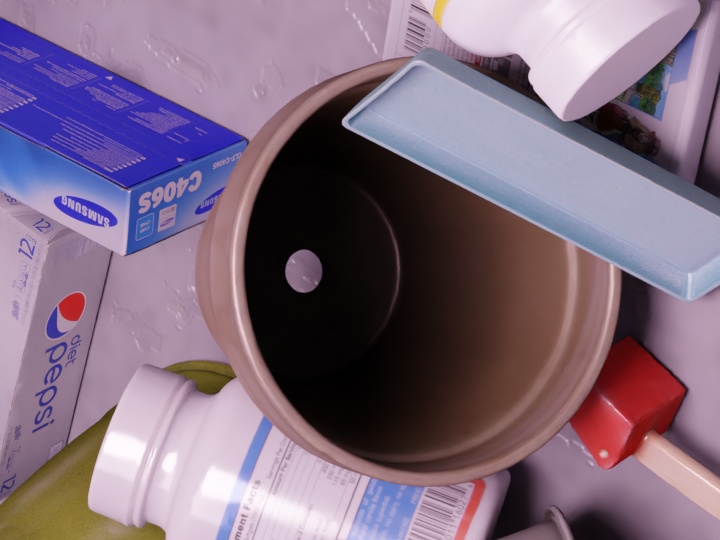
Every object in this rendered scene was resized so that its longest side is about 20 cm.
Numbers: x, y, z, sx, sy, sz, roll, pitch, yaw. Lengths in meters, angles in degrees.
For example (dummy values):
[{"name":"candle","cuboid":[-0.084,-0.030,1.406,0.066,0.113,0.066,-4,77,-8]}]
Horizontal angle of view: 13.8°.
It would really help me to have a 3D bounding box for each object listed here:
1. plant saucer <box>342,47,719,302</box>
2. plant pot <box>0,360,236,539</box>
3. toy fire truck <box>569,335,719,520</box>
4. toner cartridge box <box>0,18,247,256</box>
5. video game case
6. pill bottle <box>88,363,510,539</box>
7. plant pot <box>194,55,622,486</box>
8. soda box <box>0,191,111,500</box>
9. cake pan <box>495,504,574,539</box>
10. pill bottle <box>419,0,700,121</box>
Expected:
[{"name":"plant saucer","cuboid":[0.092,-0.044,1.363,0.200,0.019,0.070,25,146,-21]},{"name":"plant pot","cuboid":[-0.129,0.176,1.634,0.200,0.193,0.201,18,120,35]},{"name":"toy fire truck","cuboid":[0.198,0.087,1.396,0.200,0.049,0.141,47,134,15]},{"name":"toner cartridge box","cuboid":[-0.167,-0.077,1.627,0.200,0.095,0.043,27,126,32]},{"name":"video game case","cuboid":[0.098,-0.153,1.402,0.182,0.022,0.200,29,125,30]},{"name":"pill bottle","cuboid":[-0.033,0.119,1.530,0.200,0.112,0.112,20,125,6]},{"name":"plant pot","cuboid":[0.000,0.000,1.449,0.173,0.200,0.200,1,111,66]},{"name":"soda box","cuboid":[-0.201,0.035,1.729,0.068,0.063,0.200,35,129,25]},{"name":"cake pan","cuboid":[0.095,0.218,1.468,0.200,0.037,0.201,171,90,-86]},{"name":"pill bottle","cuboid":[0.060,-0.168,1.335,0.200,0.112,0.112,52,134,12]}]
